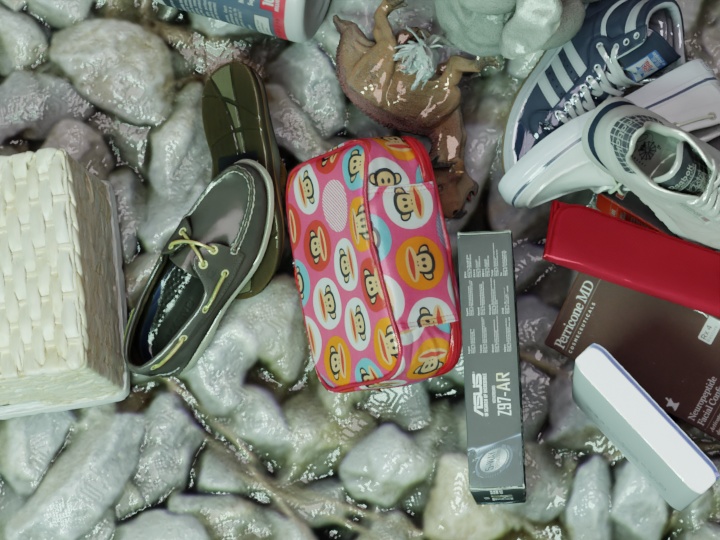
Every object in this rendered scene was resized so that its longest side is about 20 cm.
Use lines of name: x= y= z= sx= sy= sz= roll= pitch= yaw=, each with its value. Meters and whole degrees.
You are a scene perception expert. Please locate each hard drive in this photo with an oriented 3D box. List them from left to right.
hard drive: x=0.216 y=0.125 z=1.352 sx=0.025 sy=0.200 sz=0.132 roll=-42 pitch=78 yaw=-3

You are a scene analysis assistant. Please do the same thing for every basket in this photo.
basket: x=-0.307 y=0.017 z=1.452 sx=0.197 sy=0.161 sz=0.201 roll=-8 pitch=80 yaw=4

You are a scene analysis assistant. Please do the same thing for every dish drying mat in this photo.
dish drying mat: x=0.241 y=-0.003 z=1.367 sx=0.199 sy=0.018 sz=0.077 roll=19 pitch=39 yaw=-2

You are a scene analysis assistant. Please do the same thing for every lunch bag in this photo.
lunch bag: x=0.000 y=0.000 z=1.427 sx=0.082 sy=0.176 sz=0.201 roll=-6 pitch=84 yaw=-32

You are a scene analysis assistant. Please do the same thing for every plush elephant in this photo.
plush elephant: x=0.110 y=-0.240 z=1.371 sx=0.165 sy=0.155 sz=0.200 roll=42 pitch=73 yaw=0

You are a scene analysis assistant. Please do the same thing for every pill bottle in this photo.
pill bottle: x=-0.125 y=-0.279 z=1.511 sx=0.199 sy=0.120 sz=0.120 roll=16 pitch=81 yaw=9

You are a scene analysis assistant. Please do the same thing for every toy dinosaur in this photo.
toy dinosaur: x=0.032 y=-0.147 z=1.485 sx=0.200 sy=0.086 sz=0.136 roll=36 pitch=86 yaw=12

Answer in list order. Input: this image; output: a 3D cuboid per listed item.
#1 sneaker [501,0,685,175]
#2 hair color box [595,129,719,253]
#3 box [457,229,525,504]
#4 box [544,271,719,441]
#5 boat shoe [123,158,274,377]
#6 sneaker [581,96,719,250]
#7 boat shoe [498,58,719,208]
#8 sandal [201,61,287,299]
sneaker: x=0.197 y=-0.149 z=1.452 sx=0.108 sy=0.070 sz=0.201 roll=16 pitch=75 yaw=49
hair color box: x=0.305 y=-0.047 z=1.448 sx=0.199 sy=0.061 sz=0.102 roll=32 pitch=84 yaw=11
box: x=0.107 y=0.082 z=1.393 sx=0.043 sy=0.160 sz=0.201 roll=-3 pitch=79 yaw=6
box: x=0.261 y=0.055 z=1.406 sx=0.199 sy=0.075 sz=0.101 roll=29 pitch=121 yaw=12
boat shoe: x=-0.135 y=0.000 z=1.454 sx=0.072 sy=0.060 sz=0.202 roll=31 pitch=103 yaw=22
sneaker: x=0.264 y=-0.063 z=1.351 sx=0.199 sy=0.080 sz=0.077 roll=26 pitch=92 yaw=-20
boat shoe: x=0.209 y=-0.096 z=1.400 sx=0.199 sy=0.074 sz=0.067 roll=-32 pitch=72 yaw=1
sandal: x=-0.097 y=-0.077 z=1.498 sx=0.081 sy=0.054 sz=0.201 roll=-7 pitch=88 yaw=29
